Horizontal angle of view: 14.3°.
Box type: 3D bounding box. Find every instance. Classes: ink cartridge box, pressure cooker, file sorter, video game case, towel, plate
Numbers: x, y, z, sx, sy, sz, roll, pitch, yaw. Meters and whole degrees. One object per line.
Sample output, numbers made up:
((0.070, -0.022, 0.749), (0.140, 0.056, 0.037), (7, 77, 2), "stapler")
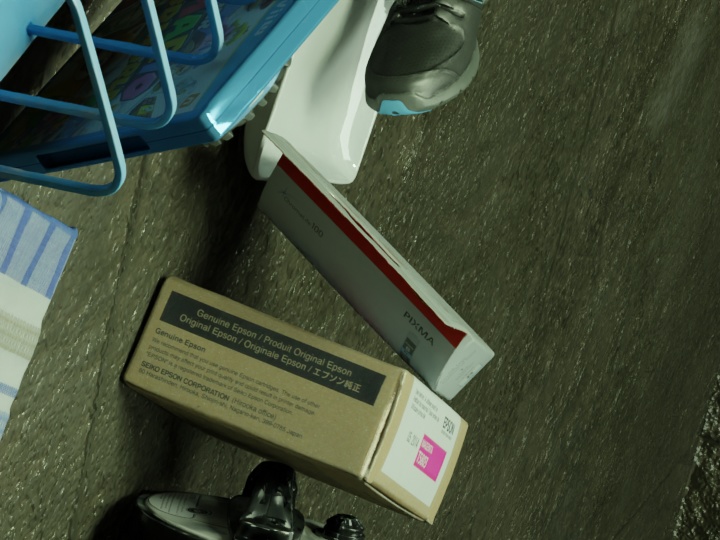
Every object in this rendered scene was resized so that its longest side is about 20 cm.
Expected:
((-0.035, 0.082, 1.766), (0.200, 0.164, 0.075), (47, 65, -72), "ink cartridge box")
((-0.073, 0.215, 1.757), (0.178, 0.176, 0.201), (8, 99, -44), "pressure cooker")
((-0.121, -0.148, 1.277), (0.200, 0.122, 0.139), (-58, 150, -38), "file sorter")
((-0.087, -0.104, 1.371), (0.018, 0.200, 0.143), (51, 59, -22), "video game case")
((-0.201, 0.059, 1.458), (0.147, 0.024, 0.201), (39, 71, -73), "towel")
((0.000, 0.000, 1.711), (0.047, 0.160, 0.200), (-44, 168, 3), "ink cartridge box")
((-0.017, -0.154, 1.795), (0.199, 0.032, 0.201), (-3, 111, -72), "plate")

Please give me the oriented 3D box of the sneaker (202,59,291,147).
((-0.062, -0.166, 1.602), (0.072, 0.072, 0.201), (18, 101, -35), "sneaker")

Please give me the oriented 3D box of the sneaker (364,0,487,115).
((0.046, -0.180, 1.820), (0.082, 0.073, 0.200), (69, 34, -41), "sneaker")
